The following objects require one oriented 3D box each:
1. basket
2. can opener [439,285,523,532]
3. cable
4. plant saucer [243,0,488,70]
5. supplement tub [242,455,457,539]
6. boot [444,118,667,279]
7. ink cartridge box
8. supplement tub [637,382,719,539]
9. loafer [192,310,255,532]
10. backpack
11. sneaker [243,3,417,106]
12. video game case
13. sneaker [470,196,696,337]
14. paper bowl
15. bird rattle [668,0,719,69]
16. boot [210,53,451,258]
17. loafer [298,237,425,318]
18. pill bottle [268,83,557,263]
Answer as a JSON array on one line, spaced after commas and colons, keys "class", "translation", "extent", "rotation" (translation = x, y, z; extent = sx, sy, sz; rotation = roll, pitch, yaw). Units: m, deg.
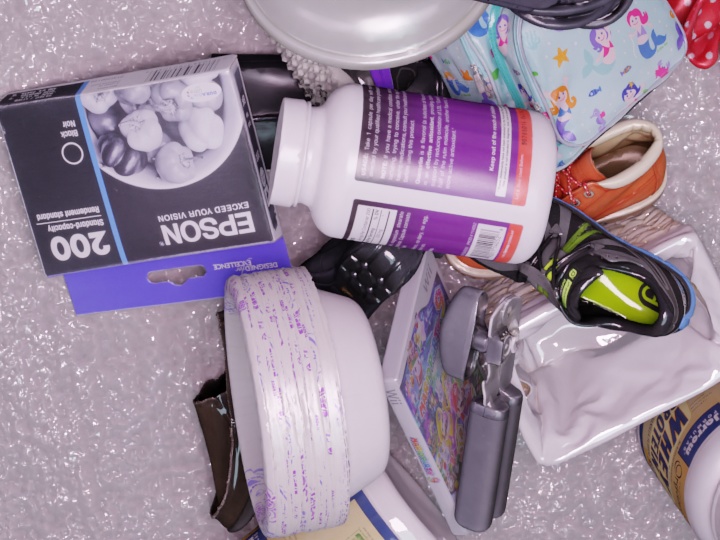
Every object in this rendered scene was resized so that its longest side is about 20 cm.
[{"class": "basket", "translation": [0.198, 0.047, 1.579], "extent": [0.199, 0.124, 0.136], "rotation": [-28, 113, 0]}, {"class": "can opener", "translation": [0.092, 0.107, 1.502], "extent": [0.066, 0.053, 0.202], "rotation": [18, 117, 24]}, {"class": "cable", "translation": [0.120, -0.251, 1.362], "extent": [0.198, 0.165, 0.051], "rotation": [7, 148, -22]}, {"class": "plant saucer", "translation": [0.005, -0.242, 1.374], "extent": [0.198, 0.202, 0.050], "rotation": [-15, 154, -5]}, {"class": "supplement tub", "translation": [-0.026, 0.258, 1.597], "extent": [0.200, 0.145, 0.145], "rotation": [-40, 113, 5]}, {"class": "boot", "translation": [0.157, -0.063, 1.531], "extent": [0.199, 0.107, 0.076], "rotation": [-26, 75, -4]}, {"class": "ink cartridge box", "translation": [-0.166, -0.056, 1.481], "extent": [0.196, 0.043, 0.202], "rotation": [-8, 114, 14]}, {"class": "supplement tub", "translation": [0.328, 0.161, 1.606], "extent": [0.143, 0.200, 0.146], "rotation": [-4, 111, -9]}, {"class": "loafer", "translation": [-0.107, 0.118, 1.582], "extent": [0.071, 0.073, 0.202], "rotation": [8, 100, -10]}, {"class": "backpack", "translation": [0.140, -0.193, 1.462], "extent": [0.177, 0.150, 0.201], "rotation": [-39, 106, -19]}, {"class": "sneaker", "translation": [-0.025, -0.209, 1.458], "extent": [0.099, 0.070, 0.201], "rotation": [-30, 89, -22]}, {"class": "video game case", "translation": [0.065, 0.098, 1.539], "extent": [0.018, 0.144, 0.201], "rotation": [-4, 136, 22]}, {"class": "sneaker", "translation": [0.162, -0.005, 1.459], "extent": [0.198, 0.083, 0.071], "rotation": [25, 108, 14]}, {"class": "paper bowl", "translation": [-0.040, 0.096, 1.447], "extent": [0.103, 0.201, 0.203], "rotation": [-9, 112, -9]}, {"class": "bird rattle", "translation": [0.334, -0.192, 1.550], "extent": [0.163, 0.113, 0.201], "rotation": [-39, 100, -7]}, {"class": "boot", "translation": [-0.026, -0.089, 1.512], "extent": [0.198, 0.066, 0.167], "rotation": [-2, 101, -15]}, {"class": "loafer", "translation": [0.000, 0.000, 1.504], "extent": [0.068, 0.200, 0.070], "rotation": [46, 62, -6]}, {"class": "pill bottle", "translation": [0.036, -0.073, 1.374], "extent": [0.198, 0.113, 0.114], "rotation": [9, 109, -6]}]
